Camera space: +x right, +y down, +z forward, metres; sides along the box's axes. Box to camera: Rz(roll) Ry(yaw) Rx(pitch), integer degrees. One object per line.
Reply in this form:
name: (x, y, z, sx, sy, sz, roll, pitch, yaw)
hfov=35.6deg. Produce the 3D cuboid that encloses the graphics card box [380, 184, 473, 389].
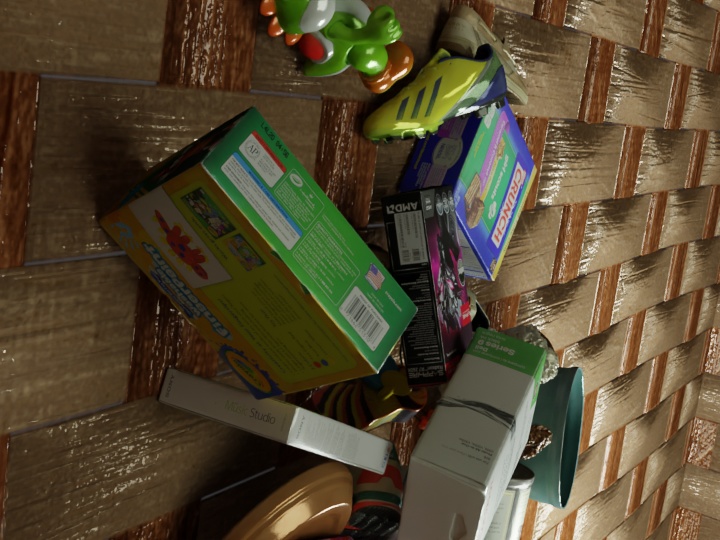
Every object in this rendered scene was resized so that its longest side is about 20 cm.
graphics card box: (0.075, 0.013, 1.198, 0.125, 0.050, 0.204, -17, 99, -68)

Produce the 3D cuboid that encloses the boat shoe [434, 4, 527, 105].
boat shoe: (0.158, -0.254, 1.350, 0.199, 0.070, 0.066, 26, 80, -59)

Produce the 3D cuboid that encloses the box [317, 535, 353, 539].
box: (-0.065, 0.368, 1.108, 0.201, 0.096, 0.099, -50, 156, 10)

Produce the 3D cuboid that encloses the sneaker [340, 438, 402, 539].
sneaker: (0.006, 0.241, 1.227, 0.200, 0.069, 0.095, 122, -23, -65)

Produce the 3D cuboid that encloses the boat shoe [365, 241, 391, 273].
boat shoe: (0.000, 0.000, 1.175, 0.199, 0.071, 0.077, 4, 98, -61)

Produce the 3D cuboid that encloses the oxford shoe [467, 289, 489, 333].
oxford shoe: (0.105, 0.030, 1.371, 0.200, 0.073, 0.072, 34, 73, -60)

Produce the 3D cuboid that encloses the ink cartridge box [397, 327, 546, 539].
ink cartridge box: (0.115, 0.182, 1.150, 0.201, 0.083, 0.148, -55, 157, -45)

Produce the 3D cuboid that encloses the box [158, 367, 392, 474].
box: (-0.073, 0.141, 1.031, 0.200, 0.142, 0.037, 36, 70, -58)

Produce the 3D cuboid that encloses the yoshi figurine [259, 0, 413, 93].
yoshi figurine: (-0.017, -0.250, 1.020, 0.199, 0.111, 0.114, 27, 63, -58)

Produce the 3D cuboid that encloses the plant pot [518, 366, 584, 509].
plant pot: (0.242, 0.232, 1.621, 0.200, 0.132, 0.204, 7, 90, -72)

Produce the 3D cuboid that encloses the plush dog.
plush dog: (0.160, 0.172, 1.441, 0.158, 0.199, 0.175, -17, 92, -24)

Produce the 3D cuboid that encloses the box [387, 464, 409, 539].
box: (0.041, 0.305, 1.297, 0.200, 0.041, 0.158, 139, -29, -78)

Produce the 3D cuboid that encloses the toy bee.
toy bee: (0.033, 0.136, 1.231, 0.199, 0.109, 0.131, -38, 172, -21)

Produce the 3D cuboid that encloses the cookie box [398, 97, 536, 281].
cookie box: (0.136, -0.110, 1.366, 0.173, 0.074, 0.200, -67, 150, -19)

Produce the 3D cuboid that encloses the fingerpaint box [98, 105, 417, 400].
fingerpaint box: (-0.080, -0.005, 0.858, 0.201, 0.166, 0.074, 50, 53, -17)

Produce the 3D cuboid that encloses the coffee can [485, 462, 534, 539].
coffee can: (0.141, 0.353, 1.498, 0.146, 0.144, 0.204, 6, 97, -61)

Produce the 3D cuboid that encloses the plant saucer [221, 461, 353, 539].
plant saucer: (-0.078, 0.271, 1.094, 0.199, 0.037, 0.201, -37, 155, -20)

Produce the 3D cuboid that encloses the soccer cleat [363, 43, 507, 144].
soccer cleat: (0.077, -0.194, 1.220, 0.198, 0.064, 0.085, -24, 104, -30)
